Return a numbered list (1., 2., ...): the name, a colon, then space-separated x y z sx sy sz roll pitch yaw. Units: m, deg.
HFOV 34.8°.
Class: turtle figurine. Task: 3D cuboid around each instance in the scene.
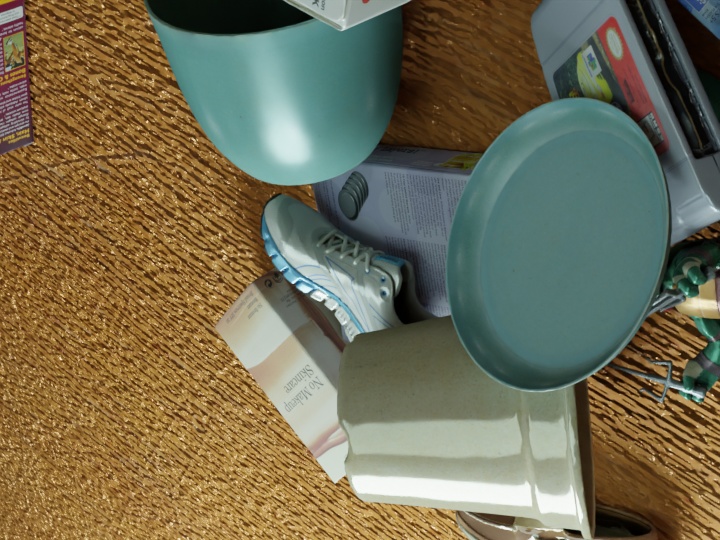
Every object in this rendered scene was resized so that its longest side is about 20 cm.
1. turtle figurine: 0.255 0.020 0.807 0.198 0.101 0.150 -2 146 29

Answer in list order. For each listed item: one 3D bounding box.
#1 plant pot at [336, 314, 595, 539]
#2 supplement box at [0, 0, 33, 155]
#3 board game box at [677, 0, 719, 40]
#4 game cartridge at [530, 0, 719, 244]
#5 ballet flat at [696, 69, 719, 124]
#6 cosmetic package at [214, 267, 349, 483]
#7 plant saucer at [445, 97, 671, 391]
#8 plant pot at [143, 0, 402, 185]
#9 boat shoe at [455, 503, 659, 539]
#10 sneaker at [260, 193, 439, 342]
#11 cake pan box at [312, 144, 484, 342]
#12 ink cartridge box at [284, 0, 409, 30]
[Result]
1. plant pot: 0.084 0.110 0.904 0.182 0.201 0.202 -5 114 14
2. supplement box: -0.443 -0.228 1.297 0.085 0.110 0.201 30 132 26
3. board game box: 0.308 -0.185 0.677 0.199 0.043 0.200 46 137 10
4. game cartridge: 0.182 -0.114 0.787 0.133 0.041 0.202 128 122 -74
5. ballet flat: 0.271 -0.059 0.758 0.200 0.068 0.063 53 152 37
6. cosmetic package: -0.040 0.094 1.138 0.200 0.087 0.103 50 137 7
7. plant saucer: 0.135 -0.016 0.785 0.199 0.027 0.202 -21 63 48
8. plant pot: -0.055 -0.169 0.922 0.199 0.201 0.162 20 140 33
9. boat shoe: 0.179 0.227 1.034 0.198 0.076 0.072 11 118 28
10. sneaker: 0.000 0.000 0.993 0.200 0.075 0.087 46 131 -1
11. cake pan box: 0.050 -0.009 1.020 0.183 0.052 0.202 10 121 41
12. ink cartridge box: 0.028 -0.266 0.770 0.083 0.200 0.145 31 132 25
